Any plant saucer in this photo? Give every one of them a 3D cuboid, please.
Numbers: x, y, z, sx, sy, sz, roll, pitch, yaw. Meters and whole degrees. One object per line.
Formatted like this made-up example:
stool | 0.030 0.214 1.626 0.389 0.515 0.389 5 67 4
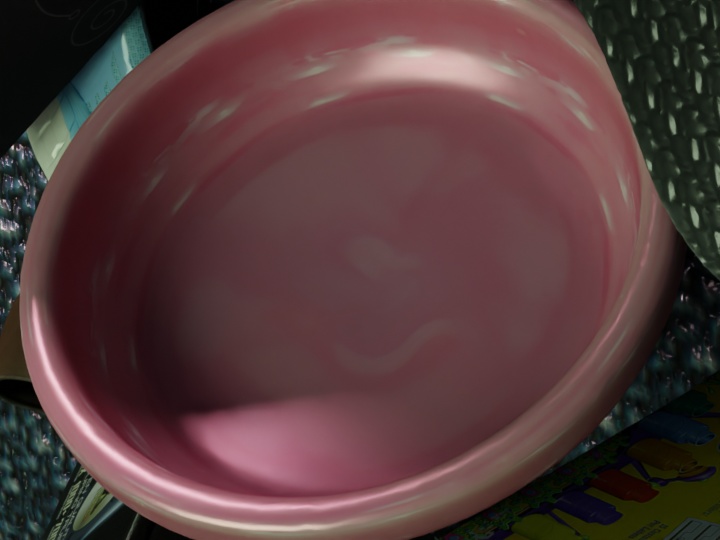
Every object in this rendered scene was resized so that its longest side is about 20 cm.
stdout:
plant saucer | 0.000 0.000 0.859 0.200 0.201 0.051 31 159 33

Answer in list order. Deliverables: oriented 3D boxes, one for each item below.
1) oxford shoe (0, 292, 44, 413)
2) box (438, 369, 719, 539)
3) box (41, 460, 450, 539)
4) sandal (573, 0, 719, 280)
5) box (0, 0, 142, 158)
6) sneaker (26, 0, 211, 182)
oxford shoe | -0.047 0.056 0.989 0.199 0.085 0.073 22 168 38
box | 0.114 0.140 0.786 0.192 0.200 0.123 19 124 40
box | -0.017 0.159 0.904 0.200 0.164 0.086 36 143 -17
sandal | 0.099 -0.077 0.812 0.075 0.048 0.201 -49 60 42
box | -0.118 -0.128 0.893 0.200 0.122 0.106 -46 74 19
sneaker | -0.091 -0.104 0.991 0.090 0.078 0.200 -40 84 32
